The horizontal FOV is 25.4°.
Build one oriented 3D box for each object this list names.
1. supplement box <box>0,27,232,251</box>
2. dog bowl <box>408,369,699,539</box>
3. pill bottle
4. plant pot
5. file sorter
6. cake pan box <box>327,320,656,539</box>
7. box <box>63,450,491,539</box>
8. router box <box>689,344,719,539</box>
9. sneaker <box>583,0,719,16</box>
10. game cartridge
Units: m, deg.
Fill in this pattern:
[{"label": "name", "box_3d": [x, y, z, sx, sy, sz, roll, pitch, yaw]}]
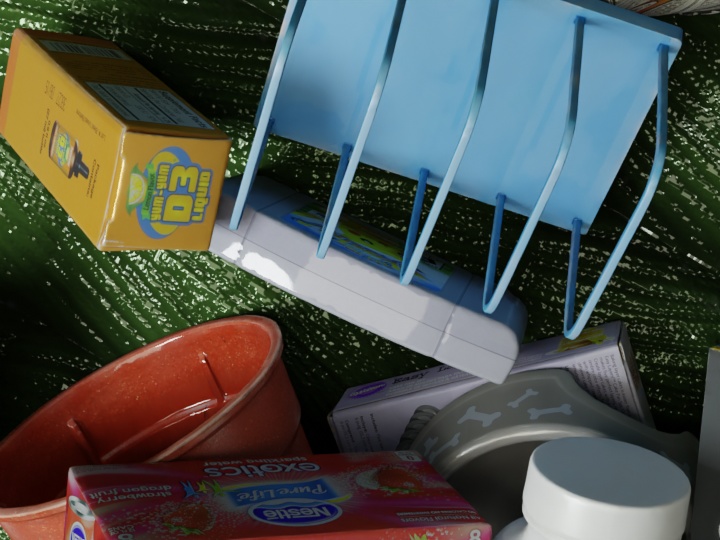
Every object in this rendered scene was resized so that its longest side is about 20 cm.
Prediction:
[{"label": "supplement box", "box_3d": [-0.140, -0.075, 0.877, 0.068, 0.200, 0.067, 5, 110, -28]}, {"label": "dog bowl", "box_3d": [0.111, 0.160, 0.908, 0.199, 0.059, 0.201, 3, 108, 11]}, {"label": "pill bottle", "box_3d": [0.112, 0.194, 0.827, 0.110, 0.111, 0.201, 10, 108, 9]}, {"label": "plant pot", "box_3d": [-0.093, 0.162, 0.943, 0.200, 0.201, 0.196, -21, 108, 17]}, {"label": "file sorter", "box_3d": [0.045, -0.067, 0.819, 0.199, 0.123, 0.139, 17, 132, -4]}, {"label": "cake pan box", "box_3d": [0.098, 0.148, 0.963, 0.183, 0.052, 0.201, -16, 101, 18]}, {"label": "box", "box_3d": [-0.045, 0.155, 0.809, 0.199, 0.100, 0.096, 0, 106, -23]}, {"label": "router box", "box_3d": [0.242, 0.125, 0.868, 0.052, 0.157, 0.201, 17, 111, 41]}, {"label": "sneaker", "box_3d": [0.146, -0.162, 0.848, 0.199, 0.082, 0.078, -12, 103, 15]}, {"label": "game cartridge", "box_3d": [0.000, 0.000, 0.898, 0.199, 0.133, 0.041, 25, 104, 4]}]
